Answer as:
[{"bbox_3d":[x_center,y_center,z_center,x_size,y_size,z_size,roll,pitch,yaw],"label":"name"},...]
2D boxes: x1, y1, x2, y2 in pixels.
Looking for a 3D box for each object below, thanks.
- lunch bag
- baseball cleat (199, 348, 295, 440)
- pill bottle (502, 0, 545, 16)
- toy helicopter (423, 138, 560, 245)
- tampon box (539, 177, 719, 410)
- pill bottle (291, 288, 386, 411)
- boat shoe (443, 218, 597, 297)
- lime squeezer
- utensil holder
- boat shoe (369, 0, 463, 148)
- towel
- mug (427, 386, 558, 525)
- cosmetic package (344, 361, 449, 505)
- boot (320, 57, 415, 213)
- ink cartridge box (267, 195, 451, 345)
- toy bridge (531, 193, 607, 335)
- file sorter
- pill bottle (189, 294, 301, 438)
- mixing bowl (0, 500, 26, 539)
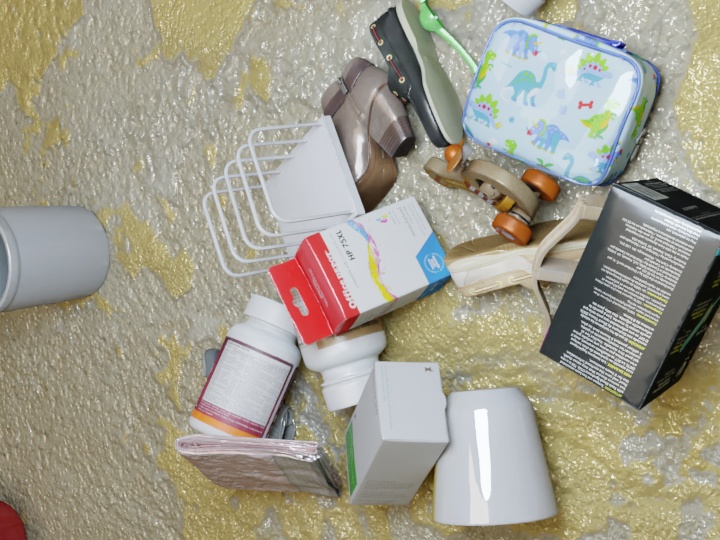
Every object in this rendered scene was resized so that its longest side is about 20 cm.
[{"bbox_3d":[0.227,-0.194,1.138,0.200,0.082,0.161,28,111,29],"label":"lunch bag"},{"bbox_3d":[-0.156,0.193,1.465,0.106,0.070,0.200,-28,84,20],"label":"baseball cleat"},{"bbox_3d":[0.225,-0.381,1.100,0.200,0.111,0.111,-47,70,29],"label":"pill bottle"},{"bbox_3d":[0.129,-0.109,1.182,0.079,0.132,0.200,-57,30,-4],"label":"toy helicopter"},{"bbox_3d":[0.306,0.020,1.067,0.126,0.150,0.200,31,112,27],"label":"tampon box"},{"bbox_3d":[-0.028,0.077,1.324,0.114,0.114,0.200,-20,84,34],"label":"pill bottle"},{"bbox_3d":[0.202,-0.011,1.190,0.200,0.074,0.069,-10,113,27],"label":"boat shoe"},{"bbox_3d":[0.103,-0.339,1.234,0.071,0.038,0.200,-4,92,34],"label":"lime squeezer"},{"bbox_3d":[-0.528,-0.022,1.603,0.170,0.200,0.170,5,98,35],"label":"utensil holder"},{"bbox_3d":[0.070,-0.236,1.246,0.063,0.074,0.202,-30,72,28],"label":"boat shoe"},{"bbox_3d":[-0.130,0.265,1.345,0.191,0.200,0.032,2,64,11],"label":"towel"},{"bbox_3d":[0.139,0.221,1.214,0.186,0.149,0.153,-8,83,28],"label":"mug"},{"bbox_3d":[0.041,0.205,1.239,0.200,0.085,0.108,107,162,-53],"label":"cosmetic package"},{"bbox_3d":[-0.009,-0.172,1.319,0.200,0.070,0.146,-50,60,30],"label":"boot"},{"bbox_3d":[0.000,0.000,1.245,0.116,0.200,0.067,62,157,12],"label":"ink cartridge box"},{"bbox_3d":[0.228,0.001,1.131,0.067,0.027,0.200,8,130,1],"label":"toy bridge"},{"bbox_3d":[-0.110,-0.089,1.310,0.200,0.124,0.139,-39,66,56],"label":"file sorter"},{"bbox_3d":[-0.148,0.141,1.383,0.109,0.110,0.200,18,80,32],"label":"pill bottle"},{"bbox_3d":[-0.679,0.491,1.820,0.200,0.108,0.200,5,99,34],"label":"mixing bowl"}]
